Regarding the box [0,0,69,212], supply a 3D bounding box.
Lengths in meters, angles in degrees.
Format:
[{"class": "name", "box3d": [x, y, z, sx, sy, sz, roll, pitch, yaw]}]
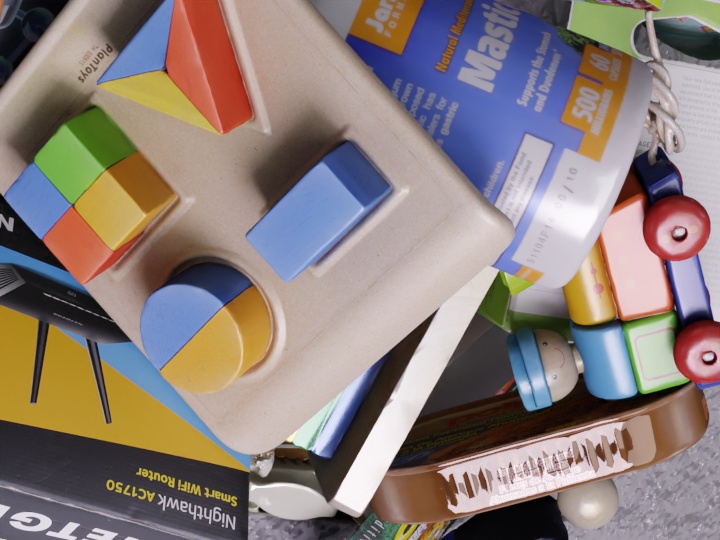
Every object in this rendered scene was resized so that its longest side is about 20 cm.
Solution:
[{"class": "box", "box3d": [-0.153, -0.140, 0.792, 0.148, 0.107, 0.200, 35, 97, -38]}]

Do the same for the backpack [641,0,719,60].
[{"class": "backpack", "box3d": [0.233, -0.215, 0.942, 0.200, 0.167, 0.127, -31, 132, -4]}]

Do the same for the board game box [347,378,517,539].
[{"class": "board game box", "box3d": [0.039, 0.150, 1.045, 0.200, 0.023, 0.105, -47, 155, -23]}]

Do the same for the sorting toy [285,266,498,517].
[{"class": "sorting toy", "box3d": [0.000, 0.000, 0.904, 0.069, 0.200, 0.199, 26, 99, -15]}]

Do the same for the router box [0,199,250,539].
[{"class": "router box", "box3d": [-0.146, 0.048, 0.756, 0.200, 0.150, 0.051, 20, 138, -26]}]

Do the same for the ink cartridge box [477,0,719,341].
[{"class": "ink cartridge box", "box3d": [0.157, -0.059, 0.943, 0.147, 0.076, 0.201, 8, 97, -15]}]

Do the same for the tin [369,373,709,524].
[{"class": "tin", "box3d": [0.096, 0.095, 0.929, 0.199, 0.112, 0.042, -16, 102, 6]}]

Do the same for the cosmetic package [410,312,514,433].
[{"class": "cosmetic package", "box3d": [0.070, 0.032, 1.025, 0.200, 0.083, 0.051, -40, 127, -4]}]

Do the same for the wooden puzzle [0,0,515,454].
[{"class": "wooden puzzle", "box3d": [-0.064, -0.029, 0.700, 0.200, 0.046, 0.185, 46, 123, -3]}]

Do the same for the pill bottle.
[{"class": "pill bottle", "box3d": [0.019, -0.078, 0.743, 0.199, 0.112, 0.112, 22, 106, -2]}]

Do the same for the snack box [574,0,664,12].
[{"class": "snack box", "box3d": [0.041, -0.201, 0.825, 0.200, 0.168, 0.068, 23, 89, -36]}]

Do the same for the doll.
[{"class": "doll", "box3d": [0.081, 0.186, 1.089, 0.200, 0.137, 0.048, -36, 110, 20]}]

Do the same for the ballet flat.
[{"class": "ballet flat", "box3d": [-0.015, 0.138, 1.046, 0.200, 0.064, 0.068, 11, 110, -34]}]

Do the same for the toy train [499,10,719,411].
[{"class": "toy train", "box3d": [0.117, -0.024, 0.857, 0.115, 0.085, 0.201, -16, 110, 4]}]

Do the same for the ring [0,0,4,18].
[{"class": "ring", "box3d": [-0.248, -0.127, 0.712, 0.201, 0.200, 0.019, -51, 169, 4]}]
